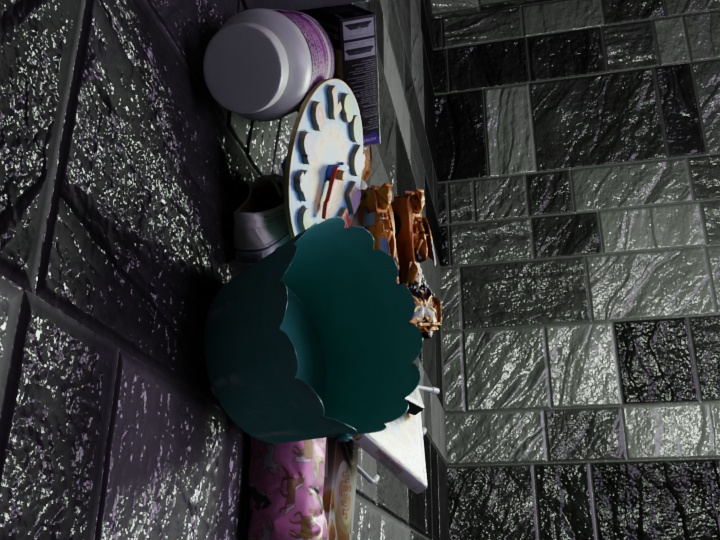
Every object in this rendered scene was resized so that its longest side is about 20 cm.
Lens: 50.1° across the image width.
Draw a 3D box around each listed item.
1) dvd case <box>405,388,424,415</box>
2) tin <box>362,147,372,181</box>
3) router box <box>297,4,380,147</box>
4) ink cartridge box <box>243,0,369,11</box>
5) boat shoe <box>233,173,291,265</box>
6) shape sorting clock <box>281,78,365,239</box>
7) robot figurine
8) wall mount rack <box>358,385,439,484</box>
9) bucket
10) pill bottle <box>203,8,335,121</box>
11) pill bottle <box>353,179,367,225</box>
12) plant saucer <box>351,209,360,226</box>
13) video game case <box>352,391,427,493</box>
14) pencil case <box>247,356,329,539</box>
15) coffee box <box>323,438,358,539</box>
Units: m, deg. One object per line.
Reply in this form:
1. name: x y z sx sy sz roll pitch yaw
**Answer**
1. dvd case: 0.002 0.094 1.002 0.198 0.025 0.153 32 32 -44
2. tin: -0.016 -0.200 1.269 0.201 0.041 0.115 -64 150 -66
3. router box: -0.040 -0.266 1.001 0.200 0.051 0.161 -135 -145 -53
4. ink cartridge box: -0.042 -0.413 0.955 0.047 0.194 0.203 65 23 -60
5. boat shoe: -0.099 -0.076 0.889 0.201 0.069 0.072 -57 144 -61
6. shape sorting clock: -0.035 -0.111 0.870 0.199 0.038 0.206 12 89 -73
7. robot figurine: 0.052 -0.003 0.978 0.143 0.057 0.206 1 77 -49
8. wall mount rack: 0.053 0.243 1.218 0.074 0.201 0.174 41 19 -2
9. bucket: -0.046 0.068 0.757 0.205 0.133 0.213 25 55 -42
10. pill bottle: -0.097 -0.222 0.830 0.200 0.109 0.116 -61 145 -71
11. pill bottle: -0.030 -0.025 1.093 0.113 0.109 0.205 -71 154 -63
12. plant saucer: 0.000 0.000 0.983 0.198 0.032 0.206 23 59 -45
13. video game case: 0.019 0.161 1.002 0.182 0.023 0.202 44 25 -25
14. pencil case: -0.076 0.201 0.837 0.083 0.084 0.205 38 47 -54
15. coffee box: -0.056 0.271 0.934 0.116 0.077 0.204 71 18 -49
